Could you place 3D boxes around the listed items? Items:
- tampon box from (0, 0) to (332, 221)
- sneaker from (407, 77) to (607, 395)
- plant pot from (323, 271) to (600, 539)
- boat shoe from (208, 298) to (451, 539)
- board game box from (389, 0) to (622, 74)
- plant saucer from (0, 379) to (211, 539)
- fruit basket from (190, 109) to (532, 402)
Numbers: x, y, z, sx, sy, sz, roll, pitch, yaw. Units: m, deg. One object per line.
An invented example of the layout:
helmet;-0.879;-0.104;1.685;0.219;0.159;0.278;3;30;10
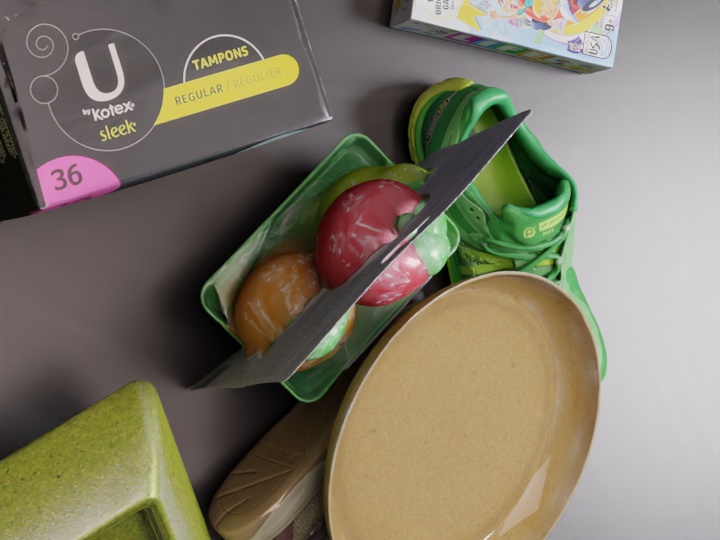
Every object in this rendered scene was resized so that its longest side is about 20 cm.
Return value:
tampon box;-0.129;-0.103;0.951;0.150;0.200;0.127;-20;96;-20
sneaker;0.088;-0.015;1.100;0.074;0.084;0.200;-29;100;-20
plant pot;0.053;0.092;1.052;0.200;0.027;0.200;-18;120;-36
boat shoe;0.002;0.093;1.076;0.200;0.072;0.065;-44;124;-22
board game box;0.098;-0.228;1.133;0.134;0.034;0.200;10;86;-21
plant saucer;-0.153;0.184;0.970;0.200;0.048;0.200;-31;130;-20
fruit basket;0.000;0.000;1.002;0.094;0.200;0.185;47;73;-14
